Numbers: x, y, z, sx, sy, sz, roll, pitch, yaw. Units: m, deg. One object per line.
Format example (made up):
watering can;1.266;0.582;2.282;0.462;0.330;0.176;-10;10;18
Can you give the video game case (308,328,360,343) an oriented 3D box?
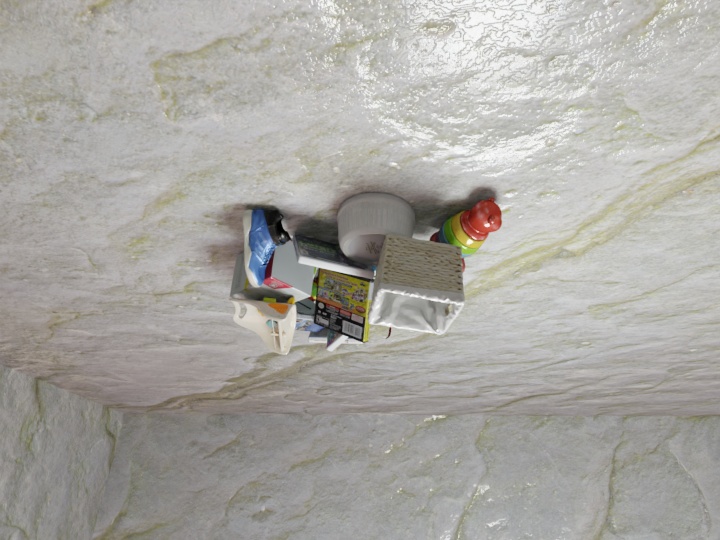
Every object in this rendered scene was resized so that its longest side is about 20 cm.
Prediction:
video game case;-0.074;0.200;1.749;0.182;0.200;0.023;1;107;4

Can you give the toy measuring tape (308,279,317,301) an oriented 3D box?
toy measuring tape;-0.124;0.082;1.638;0.074;0.074;0.200;-12;147;26

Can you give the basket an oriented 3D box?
basket;0.132;0.036;1.207;0.200;0.161;0.198;10;151;-2

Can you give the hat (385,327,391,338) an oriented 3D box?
hat;0.108;0.074;1.491;0.166;0.176;0.200;-12;148;25

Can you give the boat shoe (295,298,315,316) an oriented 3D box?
boat shoe;-0.217;0.097;1.607;0.200;0.072;0.062;33;157;19

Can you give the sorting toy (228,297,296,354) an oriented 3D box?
sorting toy;-0.277;0.128;1.419;0.180;0.107;0.200;13;144;3

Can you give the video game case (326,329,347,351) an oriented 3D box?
video game case;-0.037;0.123;1.542;0.024;0.182;0.200;28;128;-25

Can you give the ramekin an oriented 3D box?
ramekin;0.037;-0.094;1.268;0.200;0.105;0.200;3;151;1

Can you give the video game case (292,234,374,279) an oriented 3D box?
video game case;-0.075;-0.040;1.337;0.200;0.182;0.023;12;108;-17

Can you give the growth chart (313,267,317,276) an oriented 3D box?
growth chart;-0.202;0.050;1.522;0.200;0.145;0.018;-22;130;41

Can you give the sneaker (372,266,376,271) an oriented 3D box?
sneaker;0.000;0.000;1.481;0.200;0.077;0.081;-12;147;44

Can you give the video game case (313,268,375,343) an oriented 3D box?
video game case;-0.049;0.092;1.451;0.200;0.181;0.025;16;-165;38

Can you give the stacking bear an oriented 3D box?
stacking bear;0.266;-0.097;1.238;0.114;0.122;0.200;25;144;-16

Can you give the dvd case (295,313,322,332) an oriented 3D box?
dvd case;-0.205;0.160;1.580;0.200;0.018;0.143;9;159;-22

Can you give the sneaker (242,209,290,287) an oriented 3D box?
sneaker;-0.234;-0.057;1.295;0.111;0.200;0.077;-2;-174;6

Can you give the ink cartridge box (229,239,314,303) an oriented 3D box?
ink cartridge box;-0.251;0.012;1.449;0.200;0.145;0.145;-22;143;38
